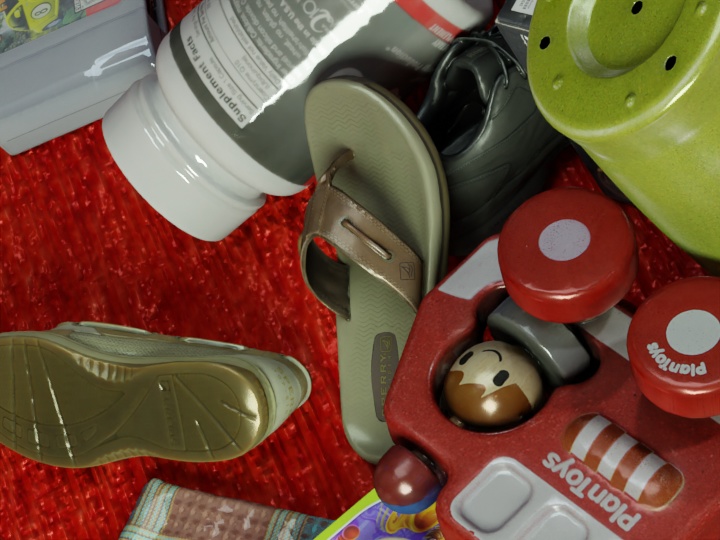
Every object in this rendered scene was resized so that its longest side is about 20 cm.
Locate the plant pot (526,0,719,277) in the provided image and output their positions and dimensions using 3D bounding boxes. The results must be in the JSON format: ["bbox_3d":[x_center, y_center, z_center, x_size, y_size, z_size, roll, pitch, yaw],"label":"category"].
[{"bbox_3d":[0.185,-0.086,1.257,0.200,0.193,0.201,-27,51,40],"label":"plant pot"}]

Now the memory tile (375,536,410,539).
[{"bbox_3d":[0.014,0.225,1.223,0.153,0.017,0.200,-37,53,-3],"label":"memory tile"}]

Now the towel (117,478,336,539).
[{"bbox_3d":[-0.091,0.204,1.362,0.147,0.022,0.200,9,64,31],"label":"towel"}]

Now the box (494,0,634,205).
[{"bbox_3d":[0.158,-0.155,1.379,0.049,0.161,0.200,18,68,34],"label":"box"}]

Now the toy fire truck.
[{"bbox_3d":[0.096,0.070,1.267,0.168,0.112,0.200,-43,57,-18],"label":"toy fire truck"}]

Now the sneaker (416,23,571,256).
[{"bbox_3d":[0.090,-0.101,1.425,0.076,0.091,0.200,29,75,40],"label":"sneaker"}]

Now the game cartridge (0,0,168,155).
[{"bbox_3d":[-0.187,-0.168,1.653,0.133,0.041,0.200,-25,51,16],"label":"game cartridge"}]

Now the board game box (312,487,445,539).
[{"bbox_3d":[0.046,0.192,1.269,0.134,0.045,0.200,-40,54,-6],"label":"board game box"}]

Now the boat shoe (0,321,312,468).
[{"bbox_3d":[-0.123,0.062,1.453,0.201,0.063,0.073,-1,104,32],"label":"boat shoe"}]

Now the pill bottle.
[{"bbox_3d":[-0.036,-0.113,1.465,0.200,0.114,0.114,-41,48,19],"label":"pill bottle"}]

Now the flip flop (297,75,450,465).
[{"bbox_3d":[0.000,0.000,1.374,0.081,0.058,0.200,-5,88,43],"label":"flip flop"}]
